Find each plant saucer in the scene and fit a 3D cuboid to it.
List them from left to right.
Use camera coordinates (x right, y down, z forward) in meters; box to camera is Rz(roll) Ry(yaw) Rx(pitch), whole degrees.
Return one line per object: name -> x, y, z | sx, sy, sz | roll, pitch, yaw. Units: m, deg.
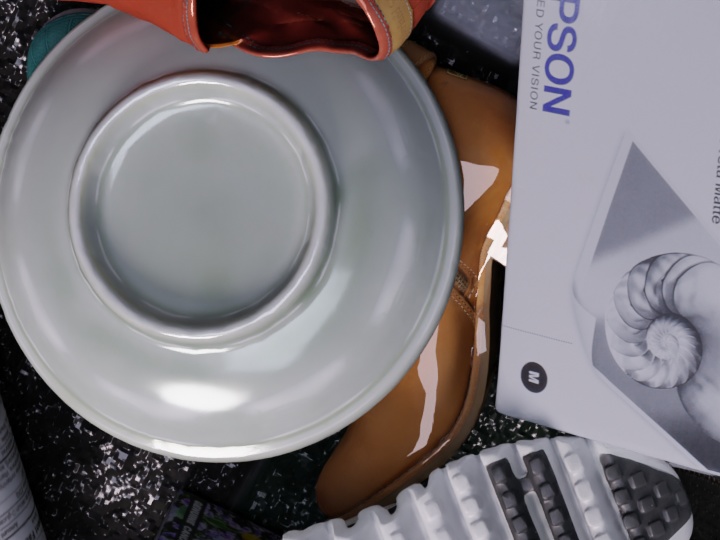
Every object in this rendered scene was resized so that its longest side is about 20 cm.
plant saucer -> -0.060, -0.023, 0.984 | 0.199, 0.050, 0.201 | -1, 87, 10

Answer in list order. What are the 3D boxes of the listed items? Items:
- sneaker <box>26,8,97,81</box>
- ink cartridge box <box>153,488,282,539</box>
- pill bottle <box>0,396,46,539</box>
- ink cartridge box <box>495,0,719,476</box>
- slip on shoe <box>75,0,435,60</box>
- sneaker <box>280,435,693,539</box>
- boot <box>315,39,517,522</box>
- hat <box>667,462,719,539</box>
sneaker -> -0.087, -0.014, 1.043 | 0.071, 0.080, 0.200 | -22, 104, 15
ink cartridge box -> -0.009, 0.179, 1.080 | 0.199, 0.109, 0.050 | 25, 115, -2
pill bottle -> -0.202, 0.101, 1.078 | 0.113, 0.113, 0.201 | -12, 106, 11
ink cartridge box -> 0.148, -0.019, 0.928 | 0.199, 0.041, 0.200 | 12, 107, 33
slip on shoe -> -0.065, -0.118, 0.952 | 0.199, 0.061, 0.074 | 9, 143, 19
sneaker -> 0.036, 0.115, 1.007 | 0.199, 0.081, 0.075 | -16, 87, 4
boot -> 0.000, 0.000, 1.048 | 0.155, 0.074, 0.200 | 36, 102, -2
hat -> 0.121, 0.166, 1.027 | 0.200, 0.081, 0.201 | 0, 73, 0
